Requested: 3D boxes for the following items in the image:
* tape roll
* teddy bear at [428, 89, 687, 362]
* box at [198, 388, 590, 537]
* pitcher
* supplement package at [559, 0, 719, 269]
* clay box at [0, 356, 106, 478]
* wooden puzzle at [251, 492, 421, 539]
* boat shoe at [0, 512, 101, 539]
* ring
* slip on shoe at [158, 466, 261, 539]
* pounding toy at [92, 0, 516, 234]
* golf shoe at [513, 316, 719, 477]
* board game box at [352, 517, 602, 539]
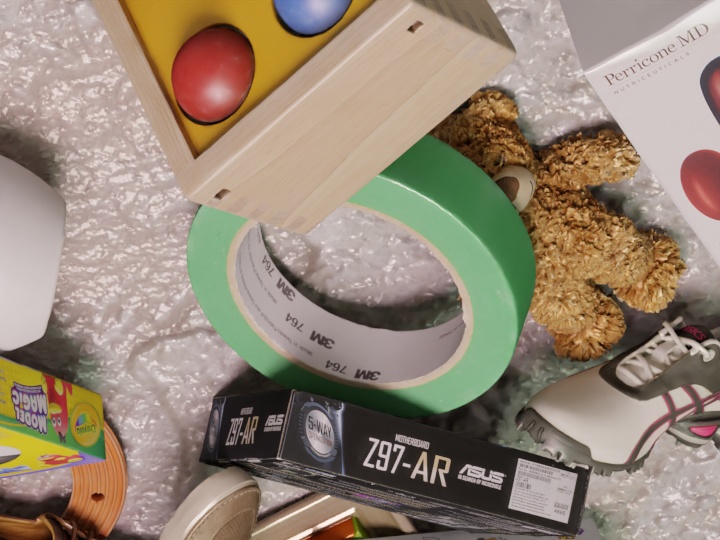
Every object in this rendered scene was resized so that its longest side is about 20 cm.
[{"bbox_3d":[0.000,0.000,1.285,0.200,0.048,0.201,12,135,13],"label":"tape roll"},{"bbox_3d":[0.113,-0.018,1.319,0.145,0.067,0.200,-23,128,8],"label":"teddy bear"},{"bbox_3d":[0.018,0.121,1.369,0.199,0.044,0.160,16,169,-18],"label":"box"},{"bbox_3d":[-0.267,-0.004,1.216,0.199,0.172,0.122,10,120,-13],"label":"pitcher"},{"bbox_3d":[0.233,-0.125,1.198,0.191,0.147,0.200,-30,127,16],"label":"supplement package"},{"bbox_3d":[-0.239,0.085,1.268,0.114,0.048,0.200,-11,166,17],"label":"clay box"},{"bbox_3d":[-0.035,0.239,1.523,0.199,0.037,0.185,-24,127,12],"label":"wooden puzzle"},{"bbox_3d":[-0.197,0.196,1.423,0.199,0.072,0.068,13,128,-15],"label":"boat shoe"},{"bbox_3d":[-0.250,0.133,1.424,0.200,0.019,0.201,-3,128,-4],"label":"ring"},{"bbox_3d":[-0.099,0.213,1.376,0.076,0.061,0.200,-9,131,-53],"label":"slip on shoe"},{"bbox_3d":[-0.064,-0.145,1.135,0.184,0.200,0.142,-39,151,22],"label":"pounding toy"},{"bbox_3d":[0.173,0.069,1.364,0.200,0.077,0.088,-9,127,-44],"label":"golf shoe"},{"bbox_3d":[0.062,0.247,1.494,0.199,0.064,0.148,-4,126,-10],"label":"board game box"}]
